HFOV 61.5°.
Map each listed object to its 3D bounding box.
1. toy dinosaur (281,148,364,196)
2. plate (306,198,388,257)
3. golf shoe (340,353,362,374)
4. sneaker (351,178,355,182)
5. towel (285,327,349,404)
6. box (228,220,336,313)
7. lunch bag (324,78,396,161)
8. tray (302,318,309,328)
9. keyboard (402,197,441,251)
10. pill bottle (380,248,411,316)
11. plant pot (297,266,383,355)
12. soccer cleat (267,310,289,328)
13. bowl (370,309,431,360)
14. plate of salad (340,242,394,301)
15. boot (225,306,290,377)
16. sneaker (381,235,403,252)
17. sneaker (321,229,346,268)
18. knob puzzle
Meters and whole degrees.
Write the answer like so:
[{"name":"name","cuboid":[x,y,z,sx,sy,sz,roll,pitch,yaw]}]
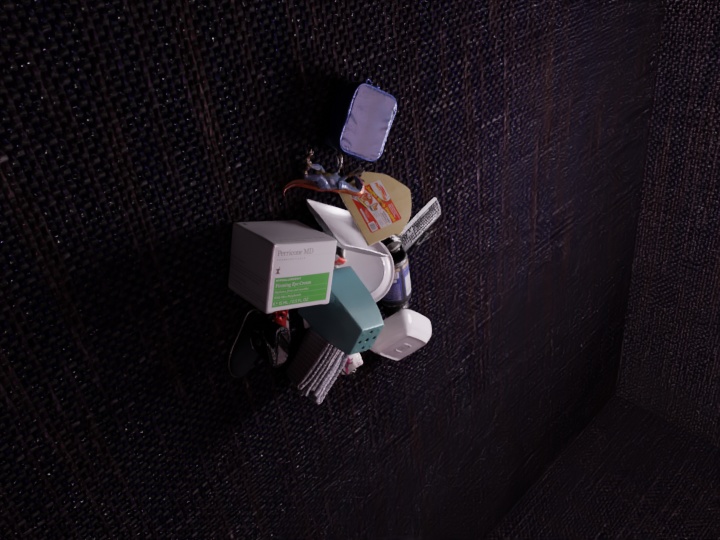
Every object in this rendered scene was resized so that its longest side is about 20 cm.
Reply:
[{"name":"toy dinosaur","cuboid":[-0.078,-0.236,1.584,0.199,0.106,0.181,-39,123,21]},{"name":"plate","cuboid":[-0.040,-0.106,1.629,0.197,0.201,0.033,12,121,-47]},{"name":"golf shoe","cuboid":[-0.031,0.250,1.816,0.201,0.090,0.074,112,-12,-55]},{"name":"sneaker","cuboid":[0.031,-0.191,1.739,0.199,0.077,0.101,30,91,-47]},{"name":"towel","cuboid":[-0.126,0.254,1.720,0.085,0.165,0.202,36,83,-28]},{"name":"box","cuboid":[-0.195,-0.017,1.501,0.196,0.198,0.176,-6,111,-41]},{"name":"lunch bag","cuboid":[-0.004,-0.396,1.569,0.134,0.132,0.204,17,97,-31]},{"name":"tray","cuboid":[-0.119,0.089,1.702,0.106,0.022,0.202,-33,149,-20]},{"name":"keyboard","cuboid":[0.204,-0.137,1.962,0.200,0.039,0.105,-45,133,-19]},{"name":"pill bottle","cuboid":[0.102,0.040,1.890,0.111,0.111,0.204,-30,128,-31]},{"name":"plant pot","cuboid":[-0.040,0.114,1.607,0.139,0.200,0.143,-10,137,-46]},{"name":"soccer cleat","cuboid":[-0.222,0.132,1.645,0.067,0.086,0.203,5,130,-4]},{"name":"bowl","cuboid":[0.125,0.220,1.951,0.198,0.076,0.198,-33,146,22]},{"name":"plate of salad","cuboid":[0.000,0.000,1.750,0.195,0.048,0.206,0,93,-1]},{"name":"boot","cuboid":[-0.264,0.213,1.564,0.075,0.167,0.205,9,103,-46]},{"name":"sneaker","cuboid":[0.084,-0.099,1.782,0.066,0.092,0.199,-28,165,18]},{"name":"sneaker","cuboid":[-0.091,-0.022,1.681,0.070,0.093,0.204,21,93,-47]},{"name":"knob puzzle","cuboid":[0.054,-0.178,1.651,0.218,0.221,0.030,-35,174,-27]}]
